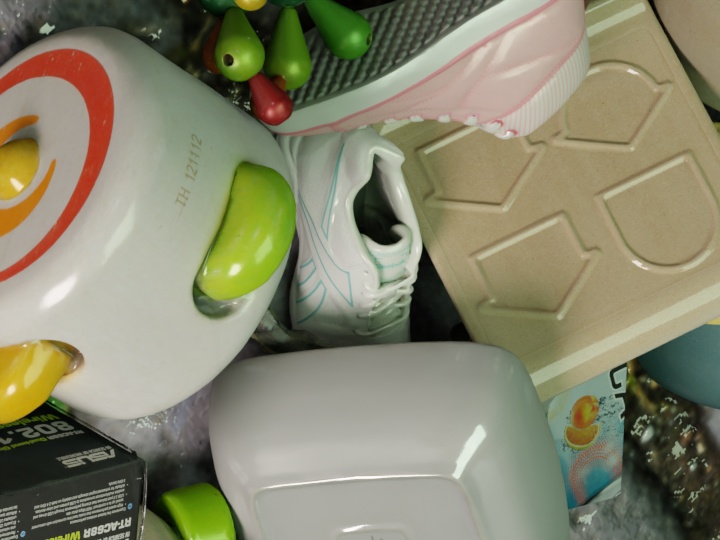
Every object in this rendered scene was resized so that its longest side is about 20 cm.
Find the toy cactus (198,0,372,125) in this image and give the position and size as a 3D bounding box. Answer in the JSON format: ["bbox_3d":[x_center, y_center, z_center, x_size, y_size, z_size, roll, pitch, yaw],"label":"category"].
[{"bbox_3d":[-0.052,-0.176,1.559,0.165,0.102,0.200,43,47,-10],"label":"toy cactus"}]

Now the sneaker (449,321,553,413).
[{"bbox_3d":[0.050,0.113,1.785,0.077,0.082,0.200,-21,143,-56],"label":"sneaker"}]

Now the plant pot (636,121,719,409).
[{"bbox_3d":[0.286,0.011,1.858,0.199,0.135,0.201,-14,115,-31],"label":"plant pot"}]

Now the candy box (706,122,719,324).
[{"bbox_3d":[0.267,-0.026,1.759,0.057,0.199,0.117,79,15,-63],"label":"candy box"}]

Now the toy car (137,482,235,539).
[{"bbox_3d":[-0.152,0.242,1.673,0.164,0.158,0.200,-12,143,-26],"label":"toy car"}]

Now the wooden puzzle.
[{"bbox_3d":[0.126,-0.042,1.707,0.185,0.046,0.201,-26,80,-3],"label":"wooden puzzle"}]

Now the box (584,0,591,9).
[{"bbox_3d":[0.071,-0.236,1.653,0.200,0.075,0.100,36,87,-40],"label":"box"}]

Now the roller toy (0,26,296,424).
[{"bbox_3d":[-0.142,-0.026,1.517,0.200,0.183,0.140,-42,132,16],"label":"roller toy"}]

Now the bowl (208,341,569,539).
[{"bbox_3d":[0.014,0.138,1.677,0.199,0.075,0.200,-4,134,14],"label":"bowl"}]

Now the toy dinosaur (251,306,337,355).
[{"bbox_3d":[-0.013,0.077,1.701,0.199,0.048,0.088,29,135,-11],"label":"toy dinosaur"}]

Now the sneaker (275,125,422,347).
[{"bbox_3d":[0.000,0.000,1.691,0.070,0.080,0.201,-26,122,-26],"label":"sneaker"}]

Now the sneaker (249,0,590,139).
[{"bbox_3d":[0.042,-0.104,1.634,0.200,0.075,0.105,-26,130,-5],"label":"sneaker"}]

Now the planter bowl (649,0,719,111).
[{"bbox_3d":[0.254,-0.169,1.742,0.199,0.200,0.135,0,126,-34],"label":"planter bowl"}]

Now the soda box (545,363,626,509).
[{"bbox_3d":[0.123,0.045,1.798,0.063,0.068,0.201,-12,113,-30],"label":"soda box"}]

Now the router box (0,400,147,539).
[{"bbox_3d":[-0.234,0.116,1.507,0.199,0.150,0.062,-12,118,-43],"label":"router box"}]
